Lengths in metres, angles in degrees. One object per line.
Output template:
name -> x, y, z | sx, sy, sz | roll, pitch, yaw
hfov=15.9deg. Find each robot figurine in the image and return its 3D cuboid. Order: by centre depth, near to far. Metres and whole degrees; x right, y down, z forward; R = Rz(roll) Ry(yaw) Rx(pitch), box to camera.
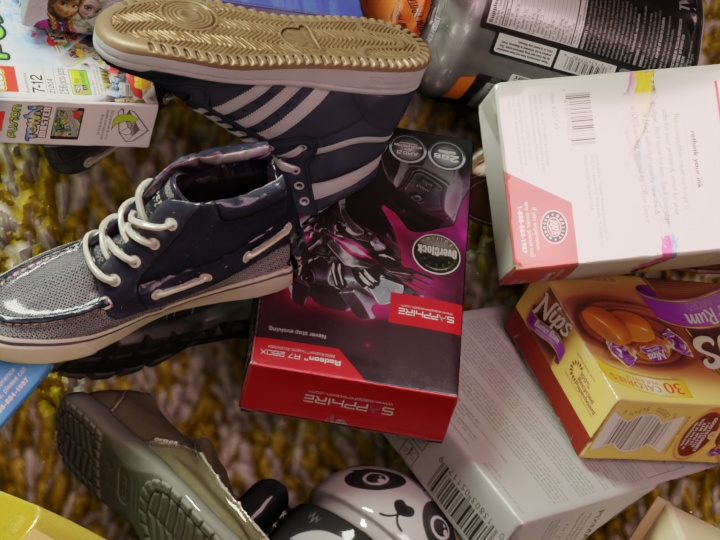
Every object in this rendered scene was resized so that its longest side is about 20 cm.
robot figurine -> -0.019, 0.210, 1.539 | 0.200, 0.125, 0.150 | -48, 120, -18

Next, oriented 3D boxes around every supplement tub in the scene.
supplement tub -> 0.107, -0.155, 1.638 | 0.200, 0.123, 0.123 | 14, 78, -16

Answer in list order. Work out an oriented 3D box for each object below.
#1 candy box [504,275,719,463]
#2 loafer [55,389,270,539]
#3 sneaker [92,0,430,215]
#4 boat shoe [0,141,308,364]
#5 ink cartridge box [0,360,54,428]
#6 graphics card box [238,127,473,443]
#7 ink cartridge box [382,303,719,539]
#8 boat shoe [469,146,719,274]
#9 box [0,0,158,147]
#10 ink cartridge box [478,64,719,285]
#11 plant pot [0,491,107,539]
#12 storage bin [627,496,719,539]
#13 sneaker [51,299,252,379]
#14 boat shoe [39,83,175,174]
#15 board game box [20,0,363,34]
candy box -> 0.202, 0.063, 1.620 | 0.200, 0.057, 0.117 | 4, 42, -33
loafer -> -0.100, 0.129, 1.512 | 0.070, 0.075, 0.200 | -20, 49, -35
sneaker -> -0.065, -0.093, 1.484 | 0.200, 0.109, 0.070 | 3, 38, -23
boat shoe -> -0.128, -0.016, 1.454 | 0.200, 0.093, 0.075 | -18, 54, -13
ink cartridge box -> -0.302, 0.045, 1.487 | 0.200, 0.086, 0.146 | 43, 71, -8
graphics card box -> 0.000, 0.000, 1.540 | 0.125, 0.051, 0.200 | 10, 51, -4
ink cartridge box -> 0.106, 0.095, 1.594 | 0.200, 0.057, 0.163 | -6, 49, -49
boat shoe -> 0.163, -0.038, 1.624 | 0.200, 0.076, 0.074 | 4, 43, -6
box -> -0.190, -0.153, 1.524 | 0.110, 0.035, 0.200 | 1, 45, -19
ink cartridge box -> 0.180, -0.060, 1.565 | 0.200, 0.068, 0.117 | -5, 82, -7
plant pot -> -0.191, 0.222, 1.412 | 0.200, 0.200, 0.176 | -51, 121, -19
storage bin -> 0.224, 0.273, 1.589 | 0.200, 0.094, 0.199 | 26, 108, -14
sneaker -> -0.115, 0.012, 1.573 | 0.200, 0.075, 0.079 | -14, 77, -29
boat shoe -> -0.127, -0.137, 1.588 | 0.200, 0.074, 0.060 | -47, 143, -28
board game box -> -0.110, -0.211, 1.556 | 0.200, 0.041, 0.200 | 6, 42, -19
